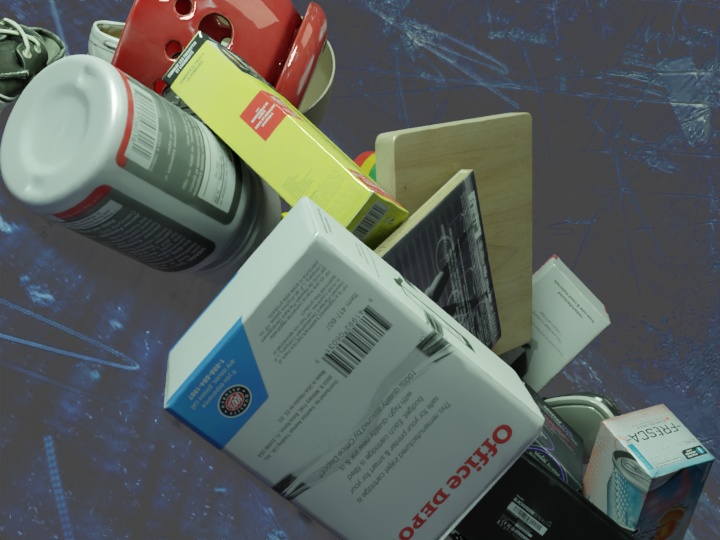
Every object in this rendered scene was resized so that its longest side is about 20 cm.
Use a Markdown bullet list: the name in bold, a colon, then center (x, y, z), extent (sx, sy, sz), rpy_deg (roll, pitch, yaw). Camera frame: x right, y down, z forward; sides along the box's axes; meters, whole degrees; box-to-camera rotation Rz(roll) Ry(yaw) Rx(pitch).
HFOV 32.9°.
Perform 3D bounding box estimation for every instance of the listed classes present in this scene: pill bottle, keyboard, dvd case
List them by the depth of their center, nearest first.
- **pill bottle**: center (-0.153, -0.065, 0.895), extent (0.114, 0.114, 0.199), rpy_deg (49, 11, 36)
- **dvd case**: center (0.048, 0.033, 0.910), extent (0.200, 0.016, 0.150), rpy_deg (-43, 129, -48)
- **keyboard**: center (0.112, 0.191, 0.912), extent (0.199, 0.104, 0.040), rpy_deg (39, 0, -9)

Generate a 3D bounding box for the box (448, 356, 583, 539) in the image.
- **box**: center (0.111, 0.155, 1.028), extent (0.122, 0.106, 0.200), rpy_deg (45, 10, 6)

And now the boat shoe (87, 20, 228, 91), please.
- **boat shoe**: center (-0.194, -0.238, 1.316), extent (0.197, 0.070, 0.071), rpy_deg (4, 36, -10)

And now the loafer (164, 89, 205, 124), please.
- **loafer**: center (-0.125, -0.062, 1.058), extent (0.072, 0.071, 0.202), rpy_deg (-24, 89, -36)

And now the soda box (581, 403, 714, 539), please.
- **soda box**: center (0.211, 0.207, 0.970), extent (0.063, 0.202, 0.069), rpy_deg (-12, 39, -25)

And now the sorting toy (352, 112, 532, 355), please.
- **sorting toy**: center (0.062, -0.022, 1.002), extent (0.069, 0.202, 0.199), rpy_deg (8, 15, 38)

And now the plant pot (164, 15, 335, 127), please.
- **plant pot**: center (-0.129, -0.193, 1.429), extent (0.200, 0.199, 0.135), rpy_deg (47, -25, 28)

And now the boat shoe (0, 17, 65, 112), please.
- **boat shoe**: center (-0.285, -0.169, 0.965), extent (0.071, 0.064, 0.200), rpy_deg (41, 10, -7)

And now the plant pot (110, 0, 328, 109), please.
- **plant pot**: center (-0.139, -0.205, 1.193), extent (0.181, 0.202, 0.201), rpy_deg (24, 12, -6)

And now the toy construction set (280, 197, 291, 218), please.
- **toy construction set**: center (-0.056, -0.035, 1.153), extent (0.091, 0.132, 0.200), rpy_deg (-23, 55, -29)

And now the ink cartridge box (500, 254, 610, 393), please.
- **ink cartridge box**: center (0.148, 0.085, 1.209), extent (0.083, 0.200, 0.147), rpy_deg (45, 10, 4)

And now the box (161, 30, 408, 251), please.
- **box**: center (-0.057, -0.092, 0.899), extent (0.200, 0.050, 0.075), rpy_deg (45, 10, 25)

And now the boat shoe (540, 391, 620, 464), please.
- **boat shoe**: center (0.194, 0.154, 1.176), extent (0.074, 0.060, 0.200), rpy_deg (48, -32, 8)

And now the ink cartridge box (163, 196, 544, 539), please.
- **ink cartridge box**: center (-0.005, 0.077, 0.782), extent (0.199, 0.146, 0.084), rpy_deg (40, 9, -19)
